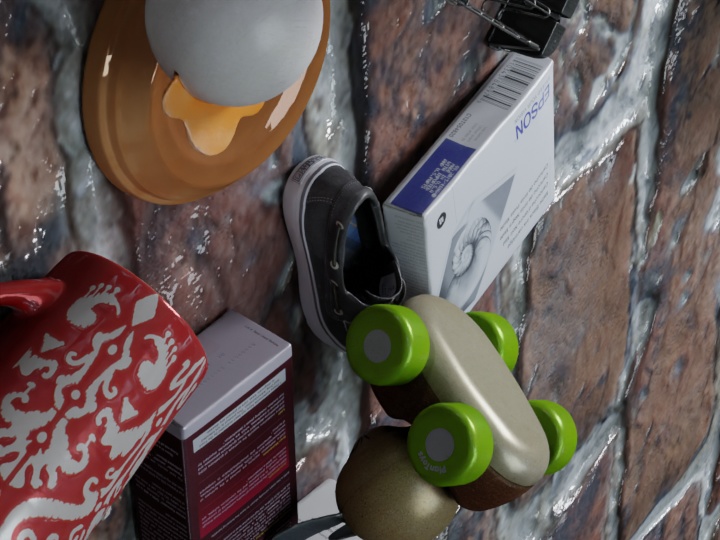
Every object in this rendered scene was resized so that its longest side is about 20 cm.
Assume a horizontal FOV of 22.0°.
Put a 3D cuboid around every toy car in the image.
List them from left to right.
[{"bbox_3d":[-0.048,-0.159,0.985,0.176,0.184,0.202,-10,124,-54],"label":"toy car"},{"bbox_3d":[0.024,0.132,1.314,0.200,0.158,0.164,-42,157,23],"label":"toy car"}]

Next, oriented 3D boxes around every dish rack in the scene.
[{"bbox_3d":[0.109,-0.238,1.292,0.199,0.054,0.155,17,98,-58],"label":"dish rack"}]

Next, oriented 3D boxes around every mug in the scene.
[{"bbox_3d":[-0.189,0.084,1.026,0.200,0.133,0.178,-51,150,-24],"label":"mug"}]

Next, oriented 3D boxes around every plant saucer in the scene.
[{"bbox_3d":[-0.082,-0.129,1.104,0.200,0.037,0.201,-38,142,-36],"label":"plant saucer"}]

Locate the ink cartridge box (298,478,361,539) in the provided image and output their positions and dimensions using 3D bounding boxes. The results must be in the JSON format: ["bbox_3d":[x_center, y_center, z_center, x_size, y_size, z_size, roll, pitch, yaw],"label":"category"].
[{"bbox_3d":[-0.061,0.280,1.420,0.200,0.084,0.147,-35,140,-37],"label":"ink cartridge box"}]

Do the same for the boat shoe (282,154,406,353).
[{"bbox_3d":[0.000,0.000,1.303,0.070,0.066,0.201,-45,146,-26],"label":"boat shoe"}]

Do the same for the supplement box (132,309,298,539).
[{"bbox_3d":[-0.099,0.139,1.271,0.109,0.061,0.201,-37,141,-37],"label":"supplement box"}]

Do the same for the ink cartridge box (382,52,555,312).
[{"bbox_3d":[0.089,-0.033,1.414,0.200,0.040,0.201,-51,150,-34],"label":"ink cartridge box"}]
